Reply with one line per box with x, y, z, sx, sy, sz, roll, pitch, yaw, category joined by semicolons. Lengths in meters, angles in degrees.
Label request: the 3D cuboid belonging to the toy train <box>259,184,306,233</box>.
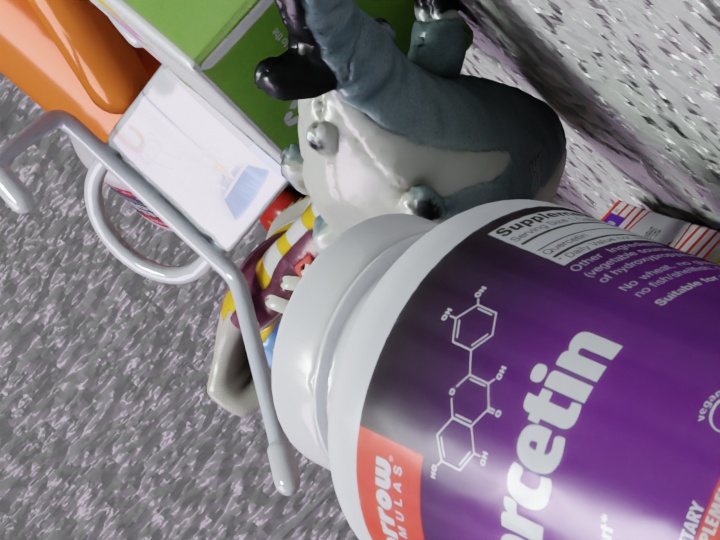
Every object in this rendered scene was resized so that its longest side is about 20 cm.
0.054;-0.008;1.268;0.200;0.085;0.116;40;164;-1;toy train

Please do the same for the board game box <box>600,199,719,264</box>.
0.157;0.063;0.957;0.200;0.046;0.152;42;179;-8;board game box

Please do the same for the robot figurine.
-0.109;-0.124;1.224;0.200;0.144;0.117;42;142;-19;robot figurine

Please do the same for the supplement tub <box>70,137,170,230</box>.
-0.152;-0.111;2.508;0.140;0.140;0.200;41;179;21;supplement tub

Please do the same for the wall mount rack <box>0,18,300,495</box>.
-0.045;-0.022;1.115;0.174;0.075;0.200;43;136;1;wall mount rack

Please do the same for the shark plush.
0.007;-0.052;0.895;0.091;0.083;0.200;8;160;39;shark plush

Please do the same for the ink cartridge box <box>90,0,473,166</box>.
-0.071;-0.123;0.901;0.148;0.076;0.200;41;180;33;ink cartridge box

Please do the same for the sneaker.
0.000;0.000;1.176;0.075;0.090;0.200;33;150;-6;sneaker

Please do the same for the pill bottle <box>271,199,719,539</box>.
0.070;0.049;0.787;0.200;0.113;0.112;22;166;42;pill bottle
